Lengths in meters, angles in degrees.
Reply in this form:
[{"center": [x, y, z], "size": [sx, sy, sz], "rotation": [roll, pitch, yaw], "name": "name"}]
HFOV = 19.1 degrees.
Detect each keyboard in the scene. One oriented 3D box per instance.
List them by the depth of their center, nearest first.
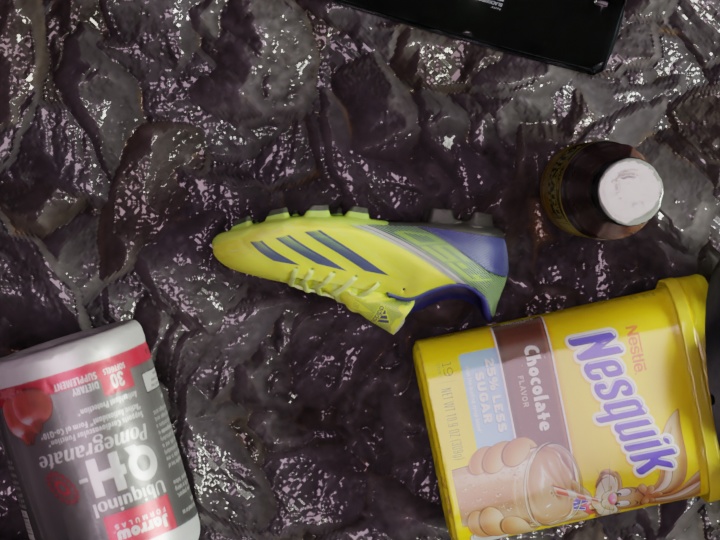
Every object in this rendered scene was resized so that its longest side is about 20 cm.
[{"center": [0.084, -0.207, 1.445], "size": [0.198, 0.040, 0.105], "rotation": [15, 114, -5], "name": "keyboard"}]

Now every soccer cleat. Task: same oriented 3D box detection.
[{"center": [0.000, 0.000, 1.424], "size": [0.198, 0.065, 0.085], "rotation": [1, 89, -5], "name": "soccer cleat"}]

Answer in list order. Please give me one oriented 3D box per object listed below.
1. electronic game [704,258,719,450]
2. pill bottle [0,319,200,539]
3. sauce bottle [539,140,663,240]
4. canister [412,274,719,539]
[{"center": [0.263, 0.075, 1.383], "size": [0.041, 0.200, 0.202], "rotation": [-8, 93, 22], "name": "electronic game"}, {"center": [-0.168, 0.142, 1.397], "size": [0.110, 0.111, 0.202], "rotation": [-17, 93, -3], "name": "pill bottle"}, {"center": [0.155, -0.052, 1.364], "size": [0.065, 0.200, 0.067], "rotation": [0, 90, -3], "name": "sauce bottle"}, {"center": [0.144, 0.095, 1.427], "size": [0.198, 0.087, 0.150], "rotation": [-12, 93, -1], "name": "canister"}]
